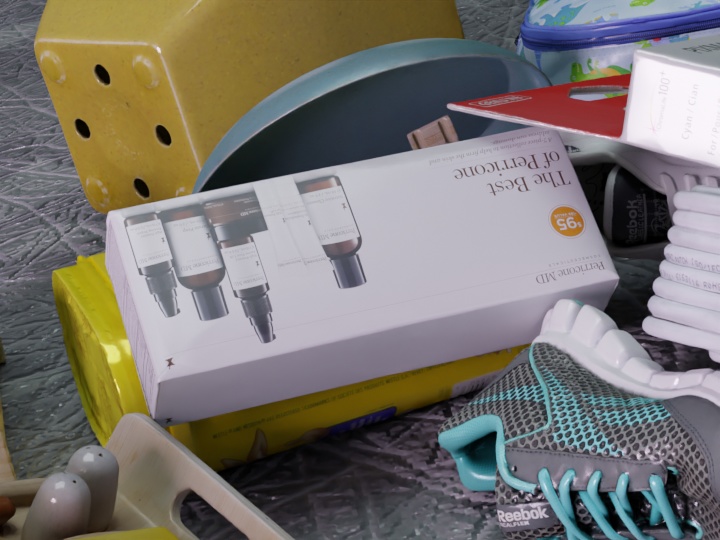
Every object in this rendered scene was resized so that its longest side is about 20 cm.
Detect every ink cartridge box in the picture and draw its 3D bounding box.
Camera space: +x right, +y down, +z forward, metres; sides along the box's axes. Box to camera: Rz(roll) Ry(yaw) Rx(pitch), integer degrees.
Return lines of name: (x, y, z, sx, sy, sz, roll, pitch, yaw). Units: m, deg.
ink cartridge box: (0.163, -0.083, 0.913, 0.176, 0.045, 0.200, 16, 18, 30)

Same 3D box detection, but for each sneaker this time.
sneaker: (0.165, -0.028, 0.953, 0.199, 0.077, 0.080, 4, 12, 16)
sneaker: (0.097, 0.079, 0.782, 0.091, 0.078, 0.200, -34, 21, -13)

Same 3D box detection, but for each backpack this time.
backpack: (0.171, -0.131, 1.133, 0.182, 0.148, 0.200, -9, 15, 10)

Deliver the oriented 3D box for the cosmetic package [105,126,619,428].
cosmetic package: (0.000, 0.000, 0.867, 0.199, 0.083, 0.051, -13, -24, -15)

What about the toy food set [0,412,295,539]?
toy food set: (-0.117, 0.095, 0.728, 0.199, 0.061, 0.143, -2, 28, -45)

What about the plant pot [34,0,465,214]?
plant pot: (-0.074, -0.124, 1.234, 0.195, 0.195, 0.200, 7, 34, 42)

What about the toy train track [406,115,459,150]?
toy train track: (0.014, -0.015, 1.065, 0.199, 0.115, 0.033, -25, 58, 2)

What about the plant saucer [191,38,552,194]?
plant saucer: (0.003, -0.062, 1.059, 0.199, 0.028, 0.200, -18, -23, -8)

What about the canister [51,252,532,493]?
canister: (-0.028, 0.024, 0.955, 0.199, 0.087, 0.149, -16, 21, -15)

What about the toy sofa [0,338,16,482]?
toy sofa: (-0.218, 0.042, 0.999, 0.082, 0.098, 0.200, -14, 21, -7)

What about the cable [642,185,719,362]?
cable: (0.207, 0.011, 0.766, 0.199, 0.070, 0.199, 6, 4, -44)
